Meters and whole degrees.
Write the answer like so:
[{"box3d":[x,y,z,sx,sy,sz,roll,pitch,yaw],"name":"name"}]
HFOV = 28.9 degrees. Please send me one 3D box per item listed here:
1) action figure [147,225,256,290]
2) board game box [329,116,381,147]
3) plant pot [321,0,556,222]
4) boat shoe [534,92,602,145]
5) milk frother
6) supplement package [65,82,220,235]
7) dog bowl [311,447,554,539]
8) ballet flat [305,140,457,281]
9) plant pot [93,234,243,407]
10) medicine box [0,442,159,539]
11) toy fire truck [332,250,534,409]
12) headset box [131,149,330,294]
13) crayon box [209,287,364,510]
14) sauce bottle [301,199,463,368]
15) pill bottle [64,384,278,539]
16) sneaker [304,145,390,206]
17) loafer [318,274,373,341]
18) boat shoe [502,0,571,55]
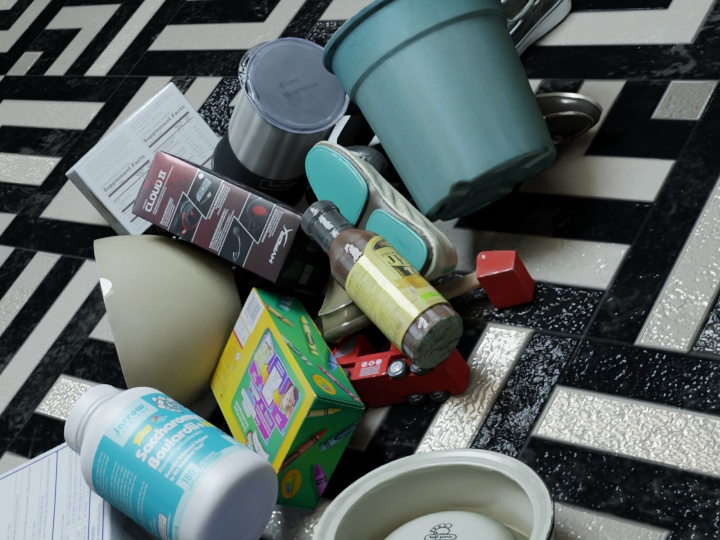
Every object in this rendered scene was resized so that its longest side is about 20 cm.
[{"box3d":[-0.177,-0.026,1.598,0.198,0.103,0.119,-8,33,34],"name":"action figure"},{"box3d":[0.009,-0.203,1.700,0.198,0.026,0.202,-18,41,23],"name":"board game box"},{"box3d":[0.090,-0.168,1.401,0.198,0.200,0.198,-28,80,10],"name":"plant pot"},{"box3d":[0.169,-0.145,1.488,0.198,0.067,0.058,-1,65,44],"name":"boat shoe"},{"box3d":[-0.087,-0.200,1.560,0.179,0.188,0.202,-23,74,-27],"name":"milk frother"},{"box3d":[-0.264,-0.130,1.708,0.156,0.111,0.200,-43,11,-10],"name":"supplement package"},{"box3d":[0.063,0.231,1.115,0.197,0.075,0.201,-13,27,6],"name":"dog bowl"},{"box3d":[0.020,-0.055,1.388,0.200,0.062,0.068,47,119,29],"name":"ballet flat"},{"box3d":[-0.191,0.049,1.474,0.133,0.202,0.201,-15,37,-5],"name":"plant pot"},{"box3d":[-0.298,0.279,1.365,0.198,0.103,0.183,-27,38,13],"name":"medicine box"},{"box3d":[0.064,0.059,1.358,0.198,0.049,0.142,-12,43,30],"name":"toy fire truck"},{"box3d":[-0.133,-0.053,1.460,0.198,0.148,0.076,25,92,18],"name":"headset box"},{"box3d":[-0.076,0.121,1.352,0.120,0.058,0.200,-63,32,20],"name":"crayon box"},{"box3d":[0.014,0.006,1.313,0.065,0.065,0.200,-40,58,-6],"name":"sauce bottle"},{"box3d":[-0.179,0.179,1.273,0.198,0.111,0.111,27,67,29],"name":"pill bottle"},{"box3d":[-0.003,-0.104,1.511,0.080,0.074,0.200,-37,3,-17],"name":"sneaker"},{"box3d":[0.000,0.000,1.417,0.075,0.068,0.201,-26,18,30],"name":"loafer"},{"box3d":[0.157,-0.279,1.626,0.200,0.071,0.072,-45,38,-10],"name":"boat shoe"}]
